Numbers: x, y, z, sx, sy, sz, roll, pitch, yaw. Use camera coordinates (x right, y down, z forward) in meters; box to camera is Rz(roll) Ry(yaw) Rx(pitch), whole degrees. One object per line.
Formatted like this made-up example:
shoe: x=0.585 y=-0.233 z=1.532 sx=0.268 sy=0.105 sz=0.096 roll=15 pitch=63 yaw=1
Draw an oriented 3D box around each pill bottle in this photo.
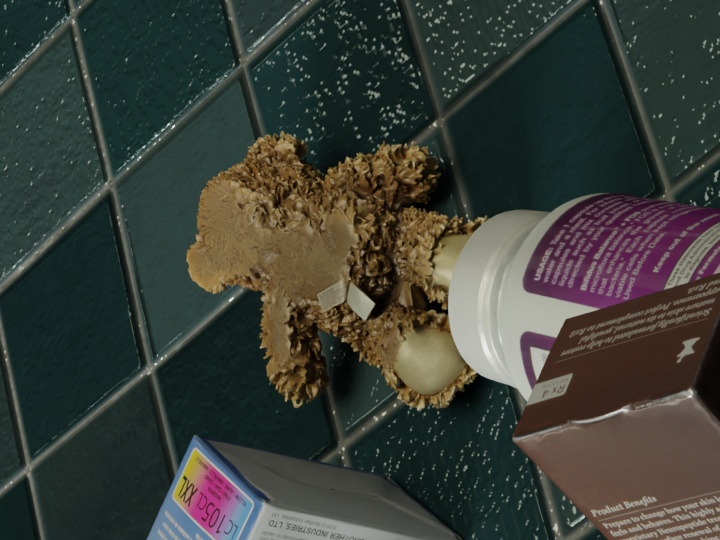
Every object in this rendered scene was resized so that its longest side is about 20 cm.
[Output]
pill bottle: x=0.134 y=0.024 z=1.360 sx=0.199 sy=0.112 sz=0.113 roll=12 pitch=88 yaw=49

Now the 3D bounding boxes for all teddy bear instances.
teddy bear: x=0.000 y=0.000 z=1.567 sx=0.199 sy=0.067 sz=0.146 roll=2 pitch=89 yaw=42

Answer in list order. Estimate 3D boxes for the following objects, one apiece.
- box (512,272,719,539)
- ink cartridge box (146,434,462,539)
box: x=0.166 y=0.098 z=1.233 sx=0.100 sy=0.200 sz=0.075 roll=-18 pitch=36 yaw=44
ink cartridge box: x=-0.056 y=0.195 z=1.506 sx=0.076 sy=0.136 sz=0.201 roll=37 pitch=106 yaw=49
